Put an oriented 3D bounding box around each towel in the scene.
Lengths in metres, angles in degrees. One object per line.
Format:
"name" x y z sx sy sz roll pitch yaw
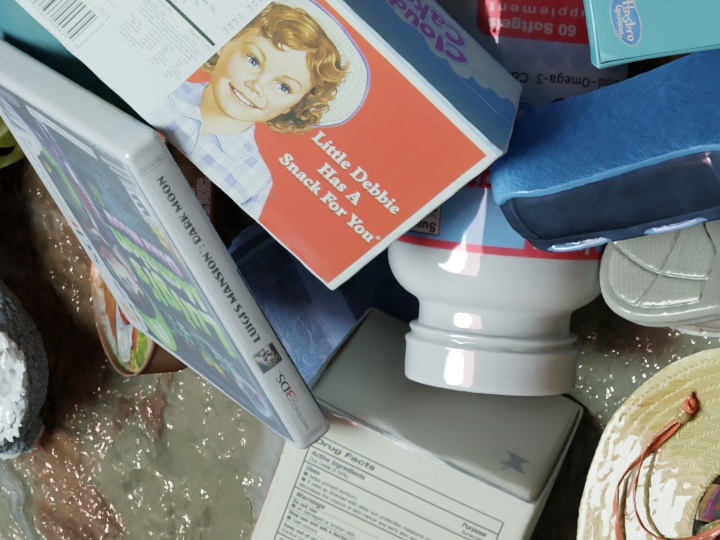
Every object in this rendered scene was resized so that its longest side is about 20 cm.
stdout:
"towel" 0.000 0.000 1.438 0.200 0.048 0.112 -35 77 42

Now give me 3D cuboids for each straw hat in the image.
"straw hat" 0.202 0.128 1.253 0.200 0.085 0.202 -7 80 44

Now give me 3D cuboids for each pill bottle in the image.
"pill bottle" 0.069 -0.046 1.301 0.108 0.108 0.201 9 97 41

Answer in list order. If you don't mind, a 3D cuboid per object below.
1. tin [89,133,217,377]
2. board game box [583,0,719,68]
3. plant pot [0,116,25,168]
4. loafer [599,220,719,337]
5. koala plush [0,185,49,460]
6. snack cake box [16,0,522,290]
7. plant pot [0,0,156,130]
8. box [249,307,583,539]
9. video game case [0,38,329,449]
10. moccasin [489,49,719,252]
"tin" -0.113 -0.041 1.511 0.112 0.042 0.201 -146 57 -65
"board game box" 0.185 -0.175 1.144 0.199 0.047 0.152 -8 96 2
"plant pot" -0.234 -0.163 1.535 0.184 0.200 0.201 41 126 14
"loafer" 0.209 0.002 1.244 0.199 0.063 0.072 0 72 31
"koala plush" -0.252 0.024 1.605 0.200 0.183 0.177 54 169 8
"snack cake box" -0.039 -0.101 1.206 0.200 0.067 0.115 43 120 -15
"plant pot" -0.087 -0.199 1.319 0.201 0.199 0.188 56 160 17
"box" 0.014 0.144 1.394 0.127 0.109 0.201 25 119 7
"video game case" -0.105 -0.016 1.319 0.200 0.023 0.182 31 155 56
"moccasin" 0.158 -0.057 1.217 0.199 0.068 0.081 -9 53 13
